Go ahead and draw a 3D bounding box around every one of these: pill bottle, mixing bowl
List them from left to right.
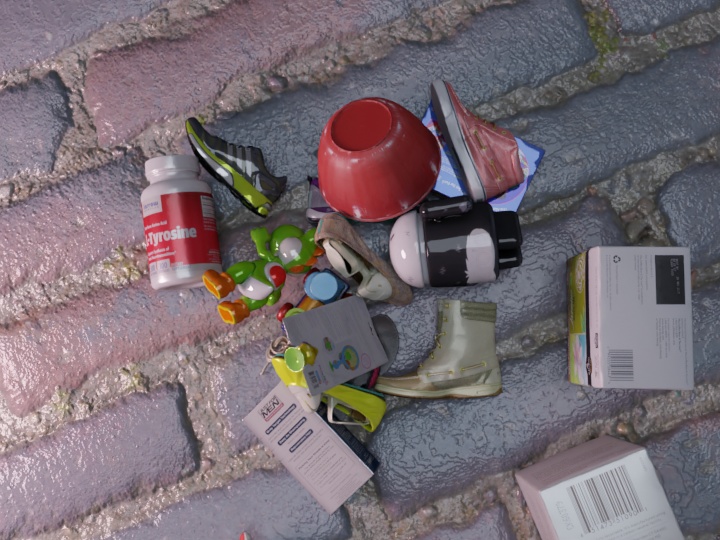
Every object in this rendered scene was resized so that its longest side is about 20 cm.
[{"bbox_3d":[-0.283,-0.074,1.345,0.112,0.112,0.201,-9,84,1],"label":"pill bottle"},{"bbox_3d":[0.015,-0.187,1.296,0.199,0.108,0.201,-8,59,13],"label":"mixing bowl"}]

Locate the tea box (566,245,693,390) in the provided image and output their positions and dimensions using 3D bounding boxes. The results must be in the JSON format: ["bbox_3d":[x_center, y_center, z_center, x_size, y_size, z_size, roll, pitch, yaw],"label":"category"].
[{"bbox_3d":[0.391,0.072,1.268,0.133,0.197,0.201,1,84,1],"label":"tea box"}]

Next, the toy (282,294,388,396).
[{"bbox_3d":[-0.045,0.110,1.263,0.047,0.200,0.116,-25,85,31],"label":"toy"}]

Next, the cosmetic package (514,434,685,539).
[{"bbox_3d":[0.342,0.351,1.243,0.164,0.200,0.166,-22,84,0],"label":"cosmetic package"}]

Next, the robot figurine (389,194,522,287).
[{"bbox_3d":[0.144,-0.040,1.307,0.199,0.125,0.151,-6,98,6],"label":"robot figurine"}]

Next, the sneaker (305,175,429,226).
[{"bbox_3d":[0.011,-0.121,1.362,0.199,0.074,0.088,-3,80,2],"label":"sneaker"}]

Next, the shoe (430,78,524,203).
[{"bbox_3d":[0.181,-0.210,1.322,0.091,0.071,0.201,-22,90,-2],"label":"shoe"}]

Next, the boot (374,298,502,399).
[{"bbox_3d":[0.119,0.121,1.336,0.199,0.072,0.155,-1,85,-4],"label":"boot"}]

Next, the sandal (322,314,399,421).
[{"bbox_3d":[-0.005,0.160,1.348,0.075,0.045,0.200,34,87,6],"label":"sandal"}]

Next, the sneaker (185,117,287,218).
[{"bbox_3d":[-0.201,-0.177,1.380,0.200,0.074,0.081,45,78,-1],"label":"sneaker"}]

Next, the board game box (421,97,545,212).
[{"bbox_3d":[0.175,-0.170,1.373,0.199,0.045,0.135,26,86,4],"label":"board game box"}]

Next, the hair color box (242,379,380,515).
[{"bbox_3d":[-0.075,0.265,1.325,0.100,0.061,0.200,-45,86,11],"label":"hair color box"}]

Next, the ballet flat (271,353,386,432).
[{"bbox_3d":[-0.049,0.189,1.284,0.199,0.067,0.067,26,68,-22],"label":"ballet flat"}]

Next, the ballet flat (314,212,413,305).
[{"bbox_3d":[0.000,0.000,1.326,0.200,0.067,0.068,44,132,-15],"label":"ballet flat"}]

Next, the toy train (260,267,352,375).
[{"bbox_3d":[-0.096,0.085,1.323,0.085,0.116,0.200,37,87,5],"label":"toy train"}]

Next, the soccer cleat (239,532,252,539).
[{"bbox_3d":[-0.147,0.498,1.316,0.085,0.069,0.201,-8,88,-8],"label":"soccer cleat"}]

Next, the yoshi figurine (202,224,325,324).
[{"bbox_3d":[-0.146,-0.007,1.334,0.200,0.112,0.112,-33,74,-22],"label":"yoshi figurine"}]
